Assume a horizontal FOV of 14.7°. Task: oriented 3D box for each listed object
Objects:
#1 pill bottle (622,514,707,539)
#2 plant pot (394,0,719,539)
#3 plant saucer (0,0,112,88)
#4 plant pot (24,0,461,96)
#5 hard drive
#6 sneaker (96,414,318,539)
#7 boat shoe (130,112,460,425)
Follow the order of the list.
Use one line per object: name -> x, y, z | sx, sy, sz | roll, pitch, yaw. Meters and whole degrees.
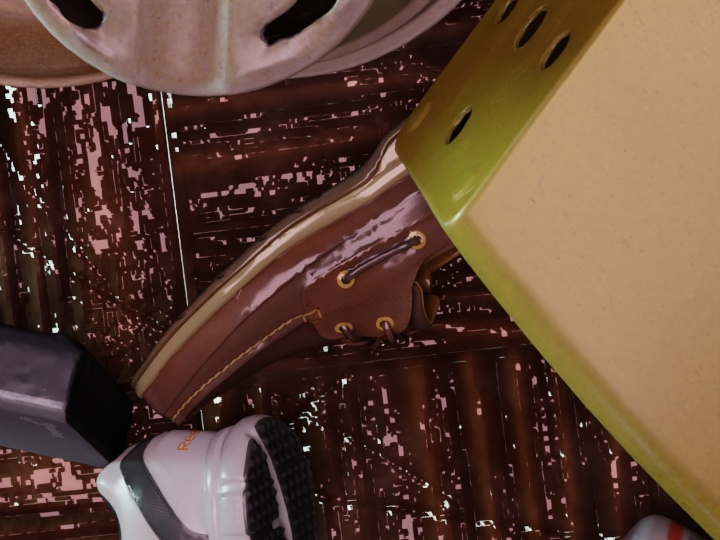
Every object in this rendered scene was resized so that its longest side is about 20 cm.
pill bottle -> 0.166, 0.188, 1.051 | 0.200, 0.112, 0.112 | 32, 98, 4
plant pot -> 0.126, -0.035, 0.970 | 0.176, 0.200, 0.200 | 35, 98, -14
plant saucer -> -0.124, -0.171, 1.072 | 0.199, 0.035, 0.201 | -1, 95, -10
plant pot -> -0.043, -0.145, 0.949 | 0.200, 0.184, 0.201 | 2, 106, 6
hard drive -> -0.193, 0.033, 1.066 | 0.199, 0.140, 0.033 | 11, 79, 6
sneaker -> -0.056, 0.156, 1.103 | 0.080, 0.074, 0.201 | -3, 95, 25
boat shoe -> 0.000, 0.000, 1.074 | 0.200, 0.072, 0.068 | -38, 88, 6
